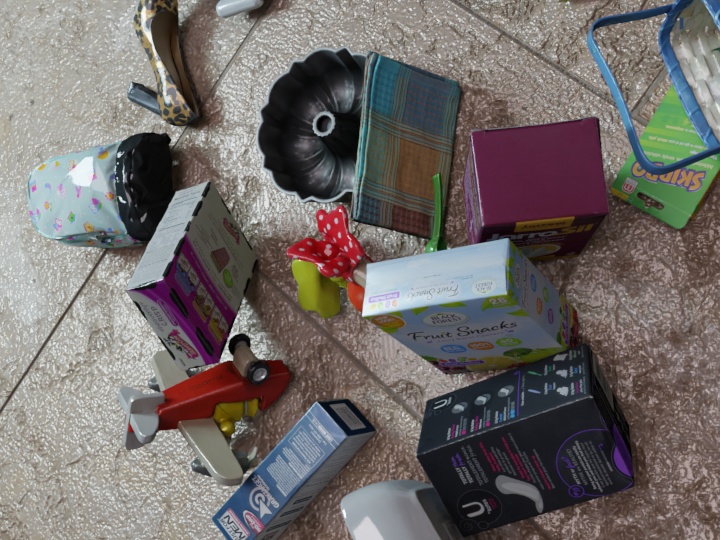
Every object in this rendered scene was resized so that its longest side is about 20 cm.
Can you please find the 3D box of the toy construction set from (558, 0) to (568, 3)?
[{"bbox_3d":[0.199,-0.423,1.192,0.199,0.092,0.132,35,97,15],"label":"toy construction set"}]

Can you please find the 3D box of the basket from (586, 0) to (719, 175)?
[{"bbox_3d":[0.348,-0.197,1.008,0.198,0.139,0.178,-14,73,-9],"label":"basket"}]

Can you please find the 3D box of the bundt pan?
[{"bbox_3d":[-0.031,-0.176,1.263,0.200,0.076,0.204,-5,79,24],"label":"bundt pan"}]

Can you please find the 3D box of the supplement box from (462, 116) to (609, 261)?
[{"bbox_3d":[0.180,-0.077,1.058,0.129,0.200,0.104,-5,78,3],"label":"supplement box"}]

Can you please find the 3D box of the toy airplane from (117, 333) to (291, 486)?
[{"bbox_3d":[-0.202,0.181,1.240,0.197,0.142,0.201,6,40,15],"label":"toy airplane"}]

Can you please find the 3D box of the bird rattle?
[{"bbox_3d":[0.000,0.000,1.166,0.162,0.200,0.113,35,73,-1],"label":"bird rattle"}]

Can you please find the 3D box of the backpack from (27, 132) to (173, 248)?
[{"bbox_3d":[-0.361,-0.106,1.386,0.198,0.126,0.169,-7,81,28],"label":"backpack"}]

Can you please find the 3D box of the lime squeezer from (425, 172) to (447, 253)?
[{"bbox_3d":[0.122,-0.012,1.179,0.070,0.038,0.201,-34,83,10],"label":"lime squeezer"}]

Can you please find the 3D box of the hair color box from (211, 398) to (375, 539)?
[{"bbox_3d":[-0.080,0.246,1.201,0.061,0.100,0.200,45,101,19],"label":"hair color box"}]

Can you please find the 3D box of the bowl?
[{"bbox_3d":[0.076,0.307,1.063,0.074,0.200,0.201,-36,70,10],"label":"bowl"}]

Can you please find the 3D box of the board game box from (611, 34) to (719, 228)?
[{"bbox_3d":[0.366,-0.150,1.094,0.095,0.030,0.201,33,94,27],"label":"board game box"}]

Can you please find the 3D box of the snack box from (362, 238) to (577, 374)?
[{"bbox_3d":[0.122,0.046,1.070,0.167,0.200,0.068,-10,60,31],"label":"snack box"}]

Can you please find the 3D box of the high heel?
[{"bbox_3d":[-0.255,-0.309,1.390,0.142,0.071,0.202,28,112,33],"label":"high heel"}]

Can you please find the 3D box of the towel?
[{"bbox_3d":[0.057,-0.145,1.183,0.022,0.146,0.203,-2,80,52],"label":"towel"}]

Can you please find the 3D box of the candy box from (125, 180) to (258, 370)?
[{"bbox_3d":[-0.203,0.004,1.231,0.060,0.137,0.201,-13,35,22],"label":"candy box"}]

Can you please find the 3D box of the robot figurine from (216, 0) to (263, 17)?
[{"bbox_3d":[-0.177,-0.437,1.358,0.198,0.113,0.172,-4,96,25],"label":"robot figurine"}]

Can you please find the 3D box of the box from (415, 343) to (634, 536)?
[{"bbox_3d":[0.176,0.182,1.061,0.198,0.106,0.123,-22,110,20],"label":"box"}]
